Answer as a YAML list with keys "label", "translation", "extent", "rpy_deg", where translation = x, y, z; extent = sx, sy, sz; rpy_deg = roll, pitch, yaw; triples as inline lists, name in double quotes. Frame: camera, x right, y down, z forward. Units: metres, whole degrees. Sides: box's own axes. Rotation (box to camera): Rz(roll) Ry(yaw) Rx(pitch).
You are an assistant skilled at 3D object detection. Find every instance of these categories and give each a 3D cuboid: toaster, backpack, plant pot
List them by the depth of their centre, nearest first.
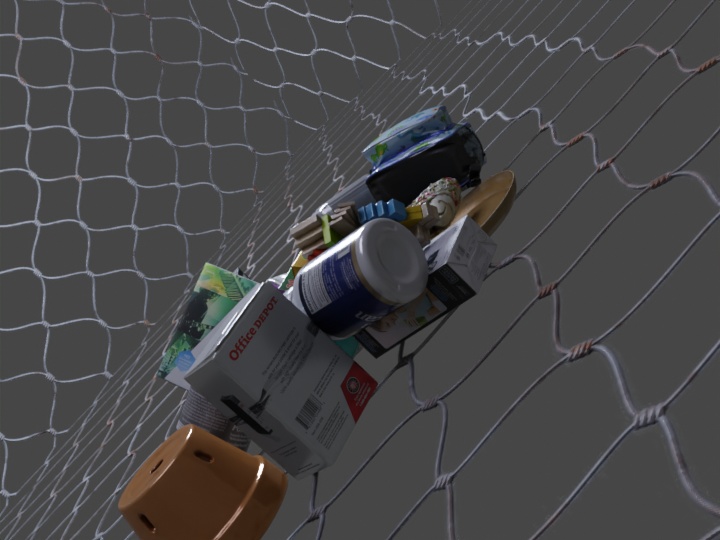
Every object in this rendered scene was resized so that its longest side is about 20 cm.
- label: "plant pot"
  translation: [-0.208, 0.290, 1.331]
  extent: [0.200, 0.140, 0.200]
  rpy_deg: [-43, 12, 11]
- label: "plant pot"
  translation: [0.154, -0.063, 1.511]
  extent: [0.200, 0.027, 0.200]
  rpy_deg: [-44, 12, 11]
- label: "backpack"
  translation: [0.108, -0.178, 1.692]
  extent: [0.182, 0.147, 0.200]
  rpy_deg: [-26, 2, 20]
- label: "toaster"
  translation: [-0.010, -0.086, 1.837]
  extent: [0.129, 0.114, 0.200]
  rpy_deg: [-34, -2, -19]

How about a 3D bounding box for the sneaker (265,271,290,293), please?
- label: "sneaker"
  translation: [-0.064, 0.037, 1.684]
  extent: [0.099, 0.075, 0.200]
  rpy_deg: [-30, 36, -34]

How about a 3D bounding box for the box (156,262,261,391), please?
- label: "box"
  translation: [-0.222, 0.102, 1.662]
  extent: [0.201, 0.144, 0.036]
  rpy_deg: [-67, -26, -7]

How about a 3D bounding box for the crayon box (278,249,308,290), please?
- label: "crayon box"
  translation: [-0.021, -0.018, 1.635]
  extent: [0.199, 0.051, 0.127]
  rpy_deg: [1, 34, 19]

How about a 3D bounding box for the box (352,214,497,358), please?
- label: "box"
  translation: [0.081, 0.023, 1.401]
  extent: [0.200, 0.060, 0.117]
  rpy_deg: [-36, 16, 37]

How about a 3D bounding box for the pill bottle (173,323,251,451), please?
- label: "pill bottle"
  translation: [-0.195, 0.183, 1.536]
  extent: [0.111, 0.110, 0.201]
  rpy_deg: [-158, 87, -77]

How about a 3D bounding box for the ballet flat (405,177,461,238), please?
- label: "ballet flat"
  translation: [0.087, -0.063, 1.495]
  extent: [0.200, 0.076, 0.064]
  rpy_deg: [-39, 30, -24]

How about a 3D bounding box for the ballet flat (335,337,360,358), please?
- label: "ballet flat"
  translation: [-0.077, 0.150, 1.522]
  extent: [0.200, 0.069, 0.071]
  rpy_deg: [-49, 9, 5]

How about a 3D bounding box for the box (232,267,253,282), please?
- label: "box"
  translation: [-0.171, 0.084, 1.808]
  extent: [0.049, 0.160, 0.200]
  rpy_deg: [-45, 13, 5]

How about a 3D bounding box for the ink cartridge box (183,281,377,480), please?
- label: "ink cartridge box"
  translation: [-0.097, 0.136, 1.304]
  extent: [0.084, 0.200, 0.144]
  rpy_deg: [-33, 18, 45]

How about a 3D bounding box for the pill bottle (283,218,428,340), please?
- label: "pill bottle"
  translation: [-0.016, 0.023, 1.344]
  extent: [0.200, 0.111, 0.111]
  rpy_deg: [-32, 18, 43]

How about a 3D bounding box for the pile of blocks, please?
- label: "pile of blocks"
  translation: [0.008, -0.046, 1.396]
  extent: [0.199, 0.082, 0.062]
  rpy_deg: [-13, 55, 4]
